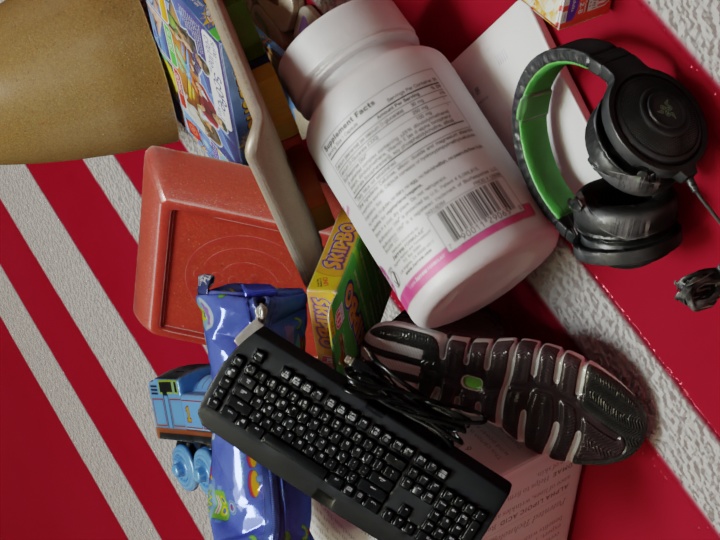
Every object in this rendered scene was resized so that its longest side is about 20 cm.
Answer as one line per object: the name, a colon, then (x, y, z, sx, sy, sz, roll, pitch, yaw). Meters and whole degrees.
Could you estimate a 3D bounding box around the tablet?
tablet: (0.090, -0.084, 0.979, 0.131, 0.014, 0.200, 64, 150, 6)

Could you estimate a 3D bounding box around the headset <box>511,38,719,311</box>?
headset: (0.149, -0.048, 0.825, 0.200, 0.093, 0.125, 42, 142, 36)

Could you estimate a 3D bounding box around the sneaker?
sneaker: (0.107, 0.061, 0.996, 0.198, 0.116, 0.077, 19, 113, 10)

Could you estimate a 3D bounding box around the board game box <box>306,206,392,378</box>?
board game box: (0.000, 0.000, 1.014, 0.030, 0.201, 0.096, 2, 129, 13)

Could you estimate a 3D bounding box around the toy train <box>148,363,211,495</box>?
toy train: (-0.122, 0.143, 1.322, 0.199, 0.086, 0.116, -5, 98, 57)

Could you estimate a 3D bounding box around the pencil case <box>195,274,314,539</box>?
pencil case: (-0.069, 0.103, 0.973, 0.087, 0.077, 0.203, 144, 123, -79)

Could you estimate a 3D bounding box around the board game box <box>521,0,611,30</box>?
board game box: (0.081, -0.260, 0.846, 0.200, 0.046, 0.153, 46, 143, 33)

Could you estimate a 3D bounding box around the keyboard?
keyboard: (-0.001, 0.105, 0.905, 0.199, 0.105, 0.040, 31, -175, 2)

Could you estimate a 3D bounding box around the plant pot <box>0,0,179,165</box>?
plant pot: (-0.288, -0.174, 1.298, 0.186, 0.198, 0.189, 160, 90, -78)

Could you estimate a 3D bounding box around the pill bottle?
pill bottle: (0.034, -0.074, 0.950, 0.201, 0.112, 0.114, 59, 149, 16)

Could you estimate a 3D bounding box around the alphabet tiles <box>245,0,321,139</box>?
alphabet tiles: (-0.087, -0.210, 1.182, 0.196, 0.014, 0.201, 54, 148, 23)

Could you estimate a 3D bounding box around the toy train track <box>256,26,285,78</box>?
toy train track: (-0.047, -0.161, 1.121, 0.200, 0.032, 0.116, 44, 151, 34)

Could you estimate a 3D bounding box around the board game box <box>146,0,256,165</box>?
board game box: (-0.126, -0.165, 1.201, 0.136, 0.034, 0.201, 49, 160, 29)

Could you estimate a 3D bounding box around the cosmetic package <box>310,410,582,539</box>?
cosmetic package: (0.045, 0.177, 1.070, 0.165, 0.164, 0.202, 41, 140, 39)

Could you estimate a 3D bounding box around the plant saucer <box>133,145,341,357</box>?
plant saucer: (-0.087, 0.003, 1.168, 0.037, 0.197, 0.201, -80, 3, -45)

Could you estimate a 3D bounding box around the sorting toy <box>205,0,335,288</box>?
sorting toy: (-0.064, -0.112, 1.016, 0.186, 0.036, 0.202, 69, -177, -55)
